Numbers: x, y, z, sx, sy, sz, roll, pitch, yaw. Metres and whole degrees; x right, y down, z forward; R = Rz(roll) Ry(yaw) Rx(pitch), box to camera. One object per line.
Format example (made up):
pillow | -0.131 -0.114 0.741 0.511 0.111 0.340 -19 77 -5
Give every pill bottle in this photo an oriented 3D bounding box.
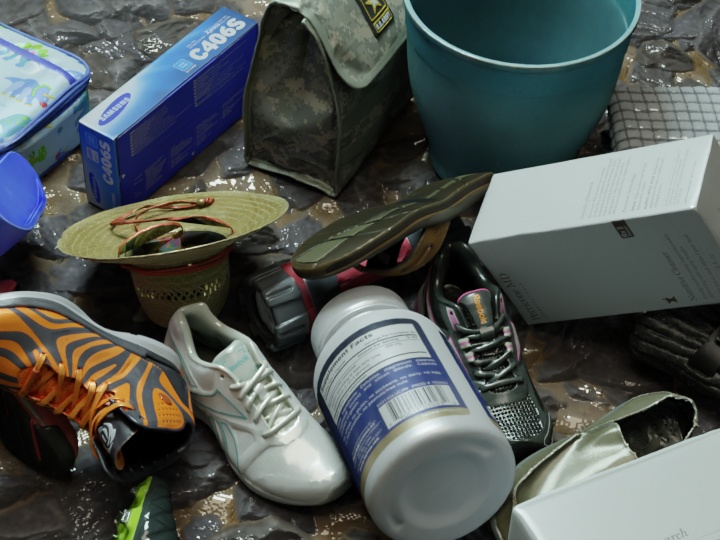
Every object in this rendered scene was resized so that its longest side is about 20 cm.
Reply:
pill bottle | 0.029 0.099 1.212 0.111 0.111 0.200 -11 36 -13

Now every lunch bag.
lunch bag | -0.021 -0.198 1.443 0.117 0.200 0.164 21 48 17
lunch bag | -0.351 -0.159 1.473 0.200 0.083 0.161 27 48 20

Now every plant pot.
plant pot | 0.132 -0.169 1.431 0.200 0.188 0.200 1 47 -1

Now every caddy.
caddy | -0.335 -0.062 1.299 0.105 0.141 0.200 -37 14 8

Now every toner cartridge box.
toner cartridge box | -0.166 -0.142 1.455 0.043 0.095 0.200 27 50 23

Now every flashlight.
flashlight | 0.000 0.000 1.347 0.200 0.068 0.068 -23 68 -23

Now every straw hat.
straw hat | -0.145 0.000 1.322 0.201 0.085 0.201 -7 16 2

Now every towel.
towel | 0.311 -0.075 1.425 0.200 0.086 0.166 0 48 -5

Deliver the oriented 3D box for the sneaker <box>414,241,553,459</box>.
sneaker | 0.089 0.059 1.280 0.080 0.086 0.200 -16 50 -15

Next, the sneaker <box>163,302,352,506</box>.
sneaker | -0.085 0.101 1.237 0.070 0.080 0.200 -33 58 -32

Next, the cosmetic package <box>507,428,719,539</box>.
cosmetic package | 0.208 0.245 1.052 0.166 0.168 0.200 -18 49 -19

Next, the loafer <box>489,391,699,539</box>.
loafer | 0.175 0.143 1.202 0.200 0.070 0.075 -35 82 -32

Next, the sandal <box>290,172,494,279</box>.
sandal | 0.035 -0.027 1.308 0.200 0.055 0.082 -26 17 -39

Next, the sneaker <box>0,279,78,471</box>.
sneaker | -0.259 0.069 1.263 0.087 0.074 0.200 -26 53 -27

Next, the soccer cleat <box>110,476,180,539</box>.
soccer cleat | -0.141 0.230 1.129 0.081 0.068 0.200 20 39 -17

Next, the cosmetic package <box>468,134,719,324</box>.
cosmetic package | 0.200 -0.028 1.281 0.200 0.113 0.081 -11 43 36

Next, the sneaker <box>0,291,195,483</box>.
sneaker | -0.199 0.085 1.163 0.200 0.078 0.112 16 29 -32

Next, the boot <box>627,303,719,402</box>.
boot | 0.333 0.036 1.319 0.158 0.080 0.211 36 55 28
